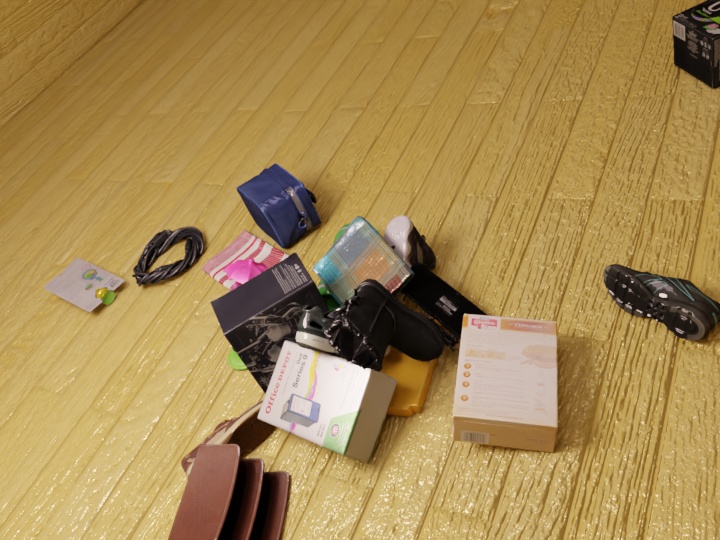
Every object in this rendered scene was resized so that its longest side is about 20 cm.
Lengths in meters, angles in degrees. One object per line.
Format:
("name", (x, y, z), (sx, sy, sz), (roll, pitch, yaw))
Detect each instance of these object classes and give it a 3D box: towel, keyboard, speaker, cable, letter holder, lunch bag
("towel", (-0.263, -0.014, 1.634), (0.144, 0.023, 0.199), (-44, 44, -19))
("keyboard", (0.145, 0.078, 1.274), (0.200, 0.040, 0.104), (39, 57, 18))
("speaker", (-0.033, -0.003, 1.455), (0.088, 0.089, 0.201), (-4, 45, 24))
("cable", (-0.471, -0.029, 1.744), (0.162, 0.051, 0.201), (10, 49, 28))
("letter holder", (-0.202, 0.386, 1.119), (0.141, 0.101, 0.201), (-7, 44, 18))
("towel", (0.000, 0.000, 1.327), (0.147, 0.022, 0.200), (-48, 46, 8))
("lunch bag", (-0.179, -0.156, 1.652), (0.132, 0.136, 0.200), (-37, 42, -13))

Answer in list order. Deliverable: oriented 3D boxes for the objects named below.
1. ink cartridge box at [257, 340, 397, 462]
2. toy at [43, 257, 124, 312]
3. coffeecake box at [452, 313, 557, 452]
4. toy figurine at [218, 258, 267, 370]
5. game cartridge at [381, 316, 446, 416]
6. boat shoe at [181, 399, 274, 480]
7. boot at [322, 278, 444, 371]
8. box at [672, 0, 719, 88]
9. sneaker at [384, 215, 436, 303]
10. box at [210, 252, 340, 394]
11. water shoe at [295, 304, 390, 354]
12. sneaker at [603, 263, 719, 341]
("ink cartridge box", (-0.059, 0.217, 1.200), (0.199, 0.087, 0.146), (13, 78, 39))
("toy", (-0.680, 0.045, 1.766), (0.199, 0.047, 0.115), (17, 52, 35))
("coffeecake box", (0.230, 0.171, 1.120), (0.152, 0.073, 0.201), (4, 47, 11))
("toy figurine", (-0.221, 0.068, 1.400), (0.200, 0.185, 0.150), (-44, 43, -20))
("game cartridge", (0.050, 0.166, 1.279), (0.175, 0.033, 0.201), (1, 49, 27))
("boat shoe", (-0.232, 0.291, 1.260), (0.200, 0.072, 0.072), (-42, 43, -11))
("boot", (0.040, 0.109, 1.160), (0.073, 0.198, 0.163), (-47, 3, 30))
("box", (0.805, -0.513, 1.536), (0.199, 0.125, 0.149), (-24, 40, 1))
("sneaker", (0.093, 0.003, 1.377), (0.075, 0.114, 0.202), (-8, 65, 39))
("box", (-0.144, 0.105, 1.309), (0.181, 0.201, 0.104), (-30, 41, -5))
("water shoe", (-0.018, 0.102, 1.212), (0.071, 0.199, 0.080), (7, 86, 47))
("sneaker", (0.490, 0.044, 1.162), (0.079, 0.076, 0.200), (-29, 45, -25))
